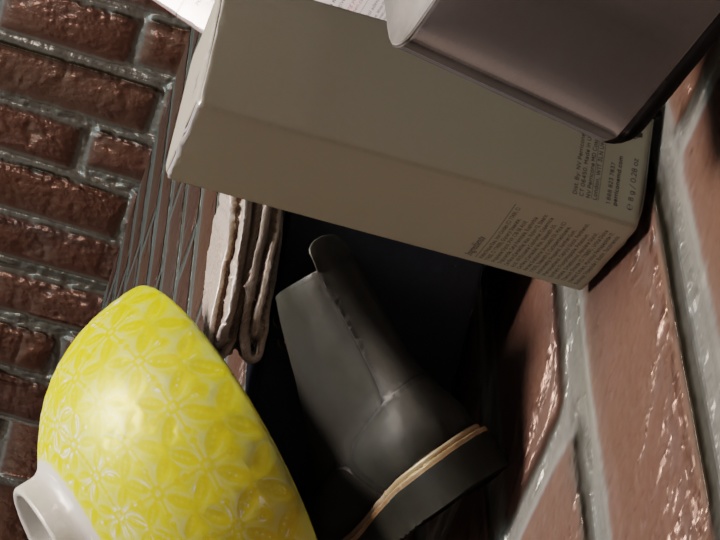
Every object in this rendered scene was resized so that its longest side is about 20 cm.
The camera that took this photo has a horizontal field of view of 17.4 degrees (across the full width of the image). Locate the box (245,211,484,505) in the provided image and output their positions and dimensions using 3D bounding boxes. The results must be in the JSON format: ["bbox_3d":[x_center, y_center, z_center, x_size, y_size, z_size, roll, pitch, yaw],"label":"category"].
[{"bbox_3d":[0.000,0.000,1.269,0.183,0.103,0.201,-87,8,-54],"label":"box"}]

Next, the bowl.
[{"bbox_3d":[-0.110,0.120,1.191,0.200,0.107,0.201,51,159,29],"label":"bowl"}]

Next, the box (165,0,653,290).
[{"bbox_3d":[0.022,-0.058,1.028,0.082,0.199,0.069,126,157,-63],"label":"box"}]

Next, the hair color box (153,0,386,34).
[{"bbox_3d":[-0.043,-0.173,1.384,0.111,0.200,0.064,-57,-22,6],"label":"hair color box"}]

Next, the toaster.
[{"bbox_3d":[0.094,-0.168,0.926,0.200,0.118,0.182,-53,26,40],"label":"toaster"}]

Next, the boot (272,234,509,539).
[{"bbox_3d":[-0.011,0.072,1.175,0.077,0.139,0.200,-28,-8,-34],"label":"boot"}]

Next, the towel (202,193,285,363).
[{"bbox_3d":[-0.061,-0.029,1.228,0.200,0.034,0.134,-128,48,-82],"label":"towel"}]
